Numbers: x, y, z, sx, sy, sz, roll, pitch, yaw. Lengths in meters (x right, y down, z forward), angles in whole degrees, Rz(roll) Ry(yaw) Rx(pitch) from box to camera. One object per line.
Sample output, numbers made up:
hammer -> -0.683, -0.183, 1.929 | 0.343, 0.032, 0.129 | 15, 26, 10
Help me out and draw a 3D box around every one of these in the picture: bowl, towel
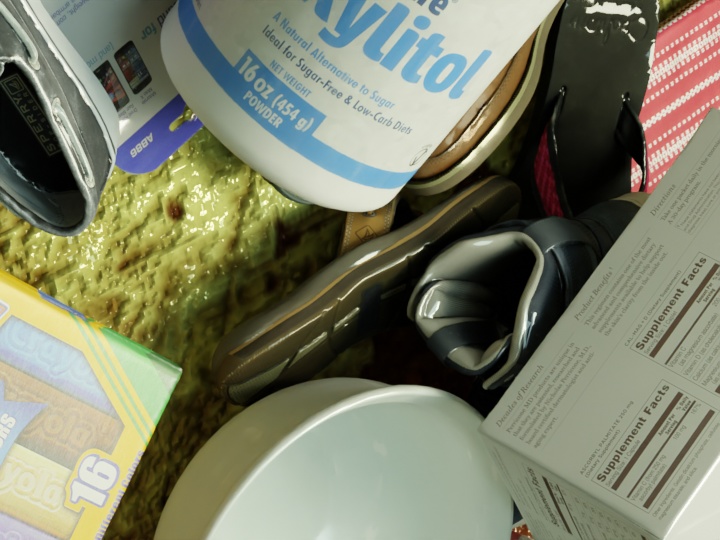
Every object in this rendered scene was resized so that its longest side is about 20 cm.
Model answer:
bowl -> -0.030, 0.129, 1.394 | 0.200, 0.090, 0.202 | -21, 126, -31
towel -> 0.172, -0.036, 1.577 | 0.144, 0.022, 0.201 | -36, 121, -26

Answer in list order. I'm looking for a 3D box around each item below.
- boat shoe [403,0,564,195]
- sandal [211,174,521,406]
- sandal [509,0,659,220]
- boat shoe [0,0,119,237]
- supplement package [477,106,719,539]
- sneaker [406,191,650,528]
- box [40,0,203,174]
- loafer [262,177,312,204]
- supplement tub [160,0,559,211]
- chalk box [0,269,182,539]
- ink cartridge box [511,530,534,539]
boat shoe -> 0.057, -0.132, 1.423 | 0.068, 0.072, 0.201 | 48, 60, -38
sandal -> 0.000, 0.000, 1.417 | 0.200, 0.055, 0.082 | -31, 153, -26
sandal -> 0.117, -0.056, 1.483 | 0.075, 0.045, 0.201 | -3, 117, -20
boat shoe -> -0.172, -0.095, 1.211 | 0.200, 0.071, 0.068 | 55, 23, -31
supplement package -> 0.170, 0.056, 1.389 | 0.200, 0.111, 0.156 | -52, 150, -14
sneaker -> 0.067, 0.054, 1.433 | 0.146, 0.077, 0.203 | -14, 135, -52
box -> -0.121, -0.142, 1.285 | 0.119, 0.041, 0.200 | -43, 128, -23
loafer -> 0.002, -0.127, 1.383 | 0.072, 0.063, 0.201 | 30, 86, -37
supplement tub -> 0.018, -0.136, 1.244 | 0.132, 0.132, 0.200 | 17, 122, -42
chalk box -> -0.201, 0.045, 1.211 | 0.200, 0.124, 0.124 | 33, 81, -42
ink cartridge box -> 0.108, 0.213, 1.472 | 0.117, 0.200, 0.068 | -55, 130, -14
